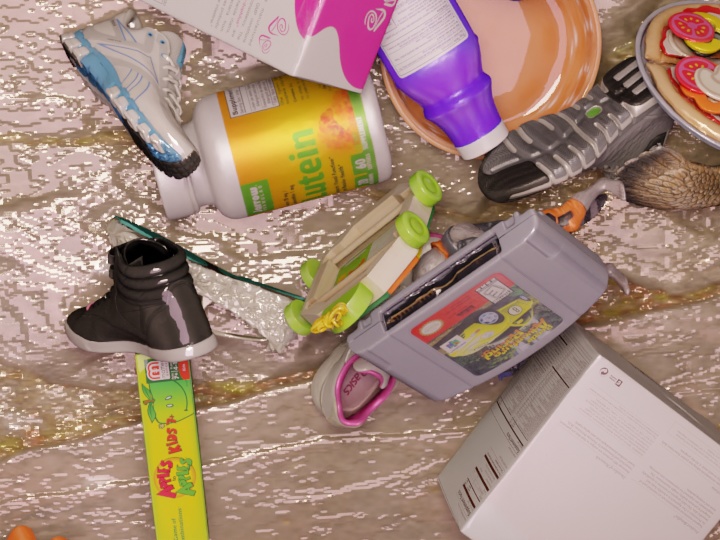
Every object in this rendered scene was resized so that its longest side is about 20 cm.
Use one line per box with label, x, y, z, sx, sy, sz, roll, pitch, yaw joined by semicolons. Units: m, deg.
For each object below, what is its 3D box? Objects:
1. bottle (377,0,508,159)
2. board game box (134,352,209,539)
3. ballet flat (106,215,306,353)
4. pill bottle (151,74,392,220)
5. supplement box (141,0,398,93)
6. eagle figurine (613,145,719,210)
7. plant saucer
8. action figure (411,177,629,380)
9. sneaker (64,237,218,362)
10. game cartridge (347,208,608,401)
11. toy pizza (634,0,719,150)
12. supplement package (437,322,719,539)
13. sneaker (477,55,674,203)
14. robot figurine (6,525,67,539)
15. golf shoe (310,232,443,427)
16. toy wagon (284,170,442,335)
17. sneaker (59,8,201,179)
bottle;0.059;-0.191;1.576;0.083;0.065;0.201;-31;105;6
board game box;-0.168;0.155;1.651;0.047;0.102;0.201;-6;104;-5
ballet flat;-0.141;0.019;1.634;0.199;0.072;0.072;24;100;-10
pill bottle;-0.081;-0.108;1.593;0.199;0.111;0.112;-15;105;-3
supplement box;-0.080;-0.233;1.515;0.103;0.200;0.102;9;108;-54
eagle figurine;0.334;-0.078;1.615;0.200;0.152;0.151;-36;89;-35
plant saucer;0.113;-0.200;1.632;0.199;0.037;0.201;-2;104;-6
action figure;0.137;0.001;1.622;0.192;0.105;0.201;-11;142;-3
sneaker;-0.198;0.018;1.582;0.070;0.199;0.100;-22;106;-37
game cartridge;0.104;0.035;1.541;0.200;0.041;0.133;-36;141;22
toy pizza;0.334;-0.172;1.592;0.199;0.201;0.032;14;136;-10
supplement package;0.211;0.186;1.678;0.191;0.147;0.200;36;97;-13
sneaker;0.202;-0.094;1.629;0.199;0.075;0.116;-32;139;-6
robot figurine;-0.322;0.335;1.670;0.116;0.144;0.201;31;99;23
golf shoe;0.030;0.060;1.658;0.075;0.092;0.201;29;97;-11
toy wagon;0.000;0.000;1.580;0.040;0.200;0.155;42;122;-16
sneaker;-0.176;-0.159;1.544;0.086;0.200;0.075;-34;145;-8
